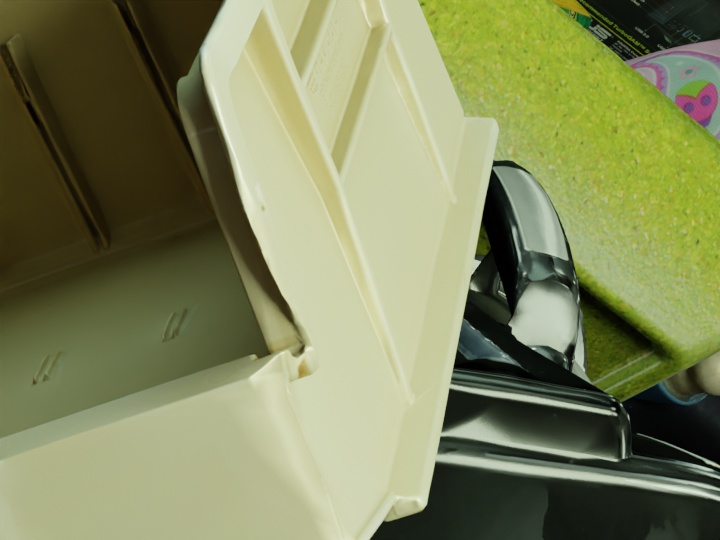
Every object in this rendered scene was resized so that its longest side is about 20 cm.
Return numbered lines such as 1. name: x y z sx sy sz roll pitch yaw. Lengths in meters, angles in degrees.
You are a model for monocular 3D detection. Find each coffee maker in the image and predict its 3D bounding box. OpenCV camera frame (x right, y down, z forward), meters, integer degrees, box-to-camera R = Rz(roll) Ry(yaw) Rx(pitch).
1. coffee maker: -0.013 0.064 0.630 0.191 0.136 0.200 -13 13 -8

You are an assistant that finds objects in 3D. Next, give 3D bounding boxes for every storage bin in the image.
1. storage bin: -0.087 0.000 0.527 0.199 0.094 0.199 -18 21 16

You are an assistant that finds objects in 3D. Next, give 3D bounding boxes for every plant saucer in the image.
1. plant saucer: 0.000 0.000 0.774 0.200 0.199 0.048 36 43 -27

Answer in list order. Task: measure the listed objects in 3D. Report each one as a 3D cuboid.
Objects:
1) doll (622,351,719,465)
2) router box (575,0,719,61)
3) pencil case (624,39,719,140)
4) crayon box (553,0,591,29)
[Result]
1. doll: 0.123 0.060 0.863 0.199 0.049 0.137 28 -14 26
2. router box: 0.174 -0.090 0.971 0.199 0.062 0.150 36 -37 -17
3. pencil case: 0.080 -0.022 0.830 0.199 0.088 0.087 -11 -1 24
4. crayon box: -0.024 -0.133 0.938 0.200 0.058 0.119 43 16 20
